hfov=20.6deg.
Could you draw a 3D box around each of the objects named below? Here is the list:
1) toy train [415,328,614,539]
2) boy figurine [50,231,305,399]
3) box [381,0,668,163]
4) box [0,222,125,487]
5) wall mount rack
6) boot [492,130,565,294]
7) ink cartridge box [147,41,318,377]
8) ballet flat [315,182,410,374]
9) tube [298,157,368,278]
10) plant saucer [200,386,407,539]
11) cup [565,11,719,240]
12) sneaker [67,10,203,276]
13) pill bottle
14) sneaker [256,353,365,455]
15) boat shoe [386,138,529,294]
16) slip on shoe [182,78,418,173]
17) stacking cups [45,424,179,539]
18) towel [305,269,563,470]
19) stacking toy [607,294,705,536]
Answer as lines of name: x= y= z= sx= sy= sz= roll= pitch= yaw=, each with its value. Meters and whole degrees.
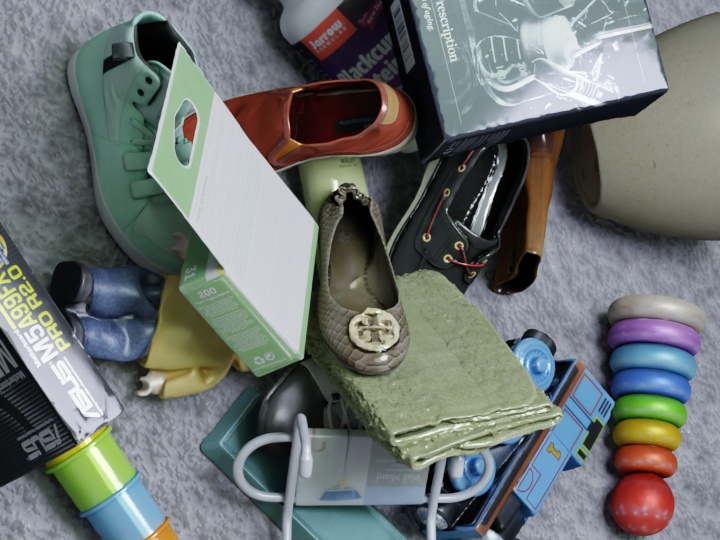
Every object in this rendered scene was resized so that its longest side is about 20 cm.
toy train: x=0.118 y=0.142 z=1.596 sx=0.114 sy=0.087 sz=0.200 roll=46 pitch=58 yaw=-20
boy figurine: x=-0.132 y=0.034 z=1.482 sx=0.199 sy=0.064 sz=0.125 roll=7 pitch=92 yaw=-32
box: x=0.117 y=-0.204 z=1.531 sx=0.181 sy=0.104 sz=0.201 roll=-14 pitch=85 yaw=-10
box: x=-0.254 y=0.060 z=1.319 sx=0.044 sy=0.200 sz=0.161 roll=-35 pitch=94 yaw=-35
wall mount rack: x=0.004 y=0.189 z=1.479 sx=0.199 sy=0.175 sz=0.075 roll=1 pitch=32 yaw=-10
boot: x=0.144 y=-0.102 z=1.641 sx=0.068 sy=0.188 sz=0.201 roll=16 pitch=64 yaw=-8
ink cartridge box: x=-0.102 y=-0.042 z=1.422 sx=0.200 sy=0.048 sz=0.146 roll=51 pitch=30 yaw=-34
ballet flat: x=0.000 y=0.000 z=1.488 sx=0.067 sy=0.047 sz=0.201 roll=5 pitch=39 yaw=-10
tube: x=-0.015 y=-0.044 z=1.599 sx=0.058 sy=0.052 sz=0.201 roll=-11 pitch=86 yaw=0
plant saucer: x=-0.032 y=0.179 z=1.529 sx=0.200 sy=0.019 sz=0.070 roll=45 pitch=56 yaw=-10
cup: x=0.260 y=-0.112 z=1.725 sx=0.142 sy=0.200 sz=0.201 roll=-12 pitch=79 yaw=-8
sneaker: x=-0.151 y=-0.094 z=1.486 sx=0.074 sy=0.118 sz=0.201 roll=-20 pitch=86 yaw=-37
pill bottle: x=0.005 y=-0.201 z=1.624 sx=0.200 sy=0.111 sz=0.112 roll=43 pitch=57 yaw=-12
sneaker: x=0.016 y=0.098 z=1.513 sx=0.199 sy=0.088 sz=0.074 roll=-19 pitch=118 yaw=-33
boat shoe: x=0.074 y=-0.027 z=1.596 sx=0.073 sy=0.063 sz=0.202 roll=25 pitch=87 yaw=-39
slip on shoe: x=-0.057 y=-0.113 z=1.525 sx=0.061 sy=0.199 sz=0.075 roll=42 pitch=45 yaw=-65
stacking cups: x=-0.172 y=0.177 z=1.425 sx=0.060 sy=0.060 sz=0.201 roll=-37 pitch=100 yaw=-35
towel: x=0.043 y=0.070 z=1.476 sx=0.148 sy=0.037 sz=0.200 roll=-10 pitch=39 yaw=-27
stacking toy: x=0.243 y=0.126 z=1.691 sx=0.085 sy=0.085 sz=0.201 roll=17 pitch=72 yaw=-26
